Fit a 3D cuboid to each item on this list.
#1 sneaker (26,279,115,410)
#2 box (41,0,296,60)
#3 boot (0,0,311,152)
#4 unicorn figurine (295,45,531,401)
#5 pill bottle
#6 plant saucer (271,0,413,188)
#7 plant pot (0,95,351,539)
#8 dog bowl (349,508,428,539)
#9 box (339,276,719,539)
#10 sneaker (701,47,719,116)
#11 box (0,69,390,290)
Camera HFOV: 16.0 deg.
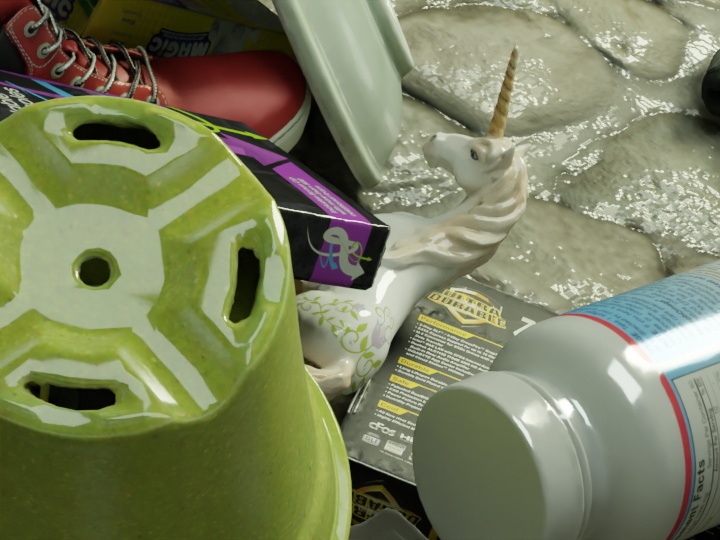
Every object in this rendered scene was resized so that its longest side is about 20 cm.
[{"bbox_3d":[-0.161,0.030,1.060,0.199,0.075,0.085,31,54,16],"label":"sneaker"},{"bbox_3d":[-0.128,-0.143,1.310,0.117,0.048,0.200,40,15,29],"label":"box"},{"bbox_3d":[-0.118,-0.093,1.196,0.199,0.145,0.073,-16,50,-13],"label":"boot"},{"bbox_3d":[0.000,0.000,1.185,0.137,0.074,0.201,-3,49,35],"label":"unicorn figurine"},{"bbox_3d":[0.122,0.063,1.098,0.199,0.109,0.109,-16,50,-37],"label":"pill bottle"},{"bbox_3d":[-0.015,-0.142,1.305,0.050,0.201,0.201,-22,43,5],"label":"plant saucer"},{"bbox_3d":[-0.094,0.040,0.913,0.199,0.185,0.201,3,59,-5],"label":"plant pot"},{"bbox_3d":[-0.051,0.159,1.028,0.199,0.059,0.201,11,39,-9],"label":"dog bowl"},{"bbox_3d":[0.092,0.089,1.182,0.199,0.050,0.160,22,35,4],"label":"box"},{"bbox_3d":[0.277,-0.076,1.453,0.199,0.067,0.090,29,41,19],"label":"sneaker"},{"bbox_3d":[-0.105,-0.045,1.104,0.199,0.036,0.143,9,17,-35],"label":"box"}]
